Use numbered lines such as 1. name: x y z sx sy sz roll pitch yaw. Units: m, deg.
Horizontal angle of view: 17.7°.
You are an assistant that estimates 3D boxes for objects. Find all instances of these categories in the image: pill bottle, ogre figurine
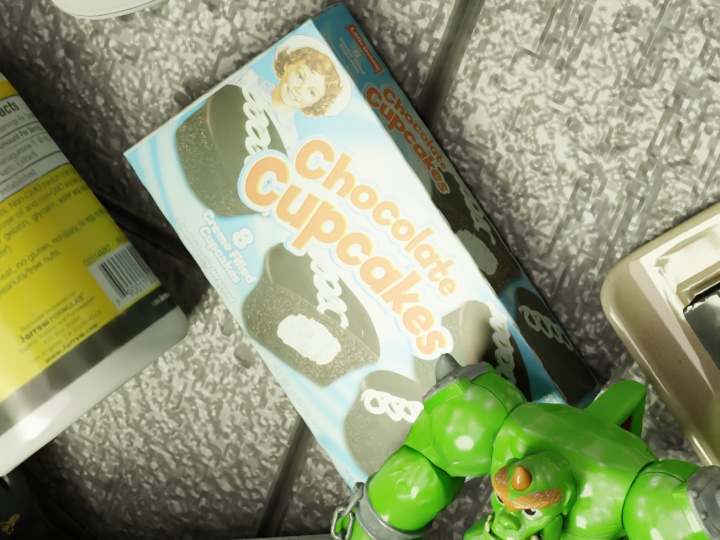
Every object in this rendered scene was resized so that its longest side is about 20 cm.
1. pill bottle: -0.177 -0.019 1.024 0.114 0.114 0.200 -37 91 32
2. ogre figurine: 0.078 0.108 0.929 0.200 0.098 0.120 37 129 45

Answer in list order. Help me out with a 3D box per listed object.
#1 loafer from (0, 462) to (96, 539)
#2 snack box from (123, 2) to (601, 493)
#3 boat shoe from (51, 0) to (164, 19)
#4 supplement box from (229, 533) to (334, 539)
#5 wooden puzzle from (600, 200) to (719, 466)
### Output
1. loafer: -0.168 0.136 1.115 0.201 0.068 0.070 57 158 -12
2. snack box: 0.000 0.000 0.990 0.116 0.037 0.200 -33 93 31
3. boat shoe: -0.070 -0.164 0.944 0.200 0.065 0.074 -36 92 31
4. supplement box: -0.082 0.185 1.027 0.199 0.101 0.104 -2 109 5
5. wooden puzzle: 0.215 0.036 0.902 0.200 0.037 0.185 -32 93 31
